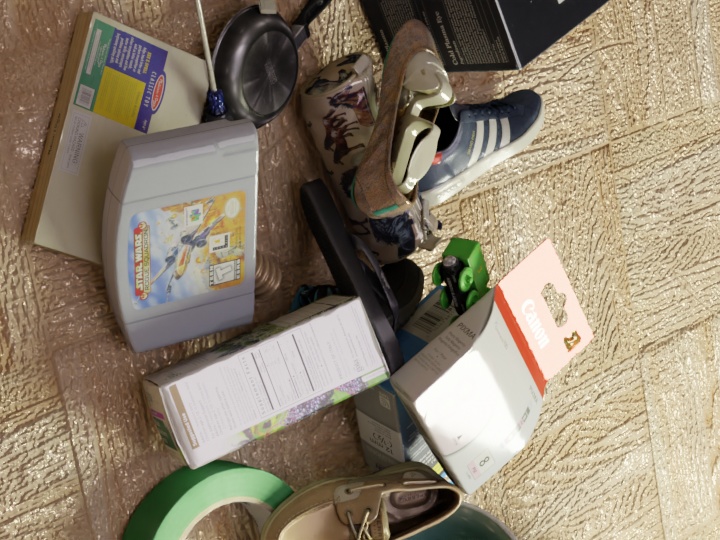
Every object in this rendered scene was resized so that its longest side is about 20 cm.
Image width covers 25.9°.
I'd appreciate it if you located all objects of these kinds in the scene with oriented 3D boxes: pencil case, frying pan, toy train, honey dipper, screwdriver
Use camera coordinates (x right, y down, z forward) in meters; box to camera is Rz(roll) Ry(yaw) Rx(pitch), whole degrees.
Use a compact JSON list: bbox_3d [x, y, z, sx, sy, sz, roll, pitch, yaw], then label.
[{"bbox_3d":[0.010,-0.106,1.482,0.078,0.089,0.202,-49,123,-46],"label":"pencil case"},{"bbox_3d":[-0.069,-0.193,1.440,0.189,0.031,0.116,-27,124,-46],"label":"frying pan"},{"bbox_3d":[0.111,0.051,1.476,0.057,0.041,0.201,-56,143,-33],"label":"toy train"},{"bbox_3d":[-0.139,-0.035,1.370,0.200,0.038,0.038,41,67,-45],"label":"honey dipper"},{"bbox_3d":[-0.128,-0.163,1.333,0.201,0.027,0.029,84,10,-56],"label":"screwdriver"}]

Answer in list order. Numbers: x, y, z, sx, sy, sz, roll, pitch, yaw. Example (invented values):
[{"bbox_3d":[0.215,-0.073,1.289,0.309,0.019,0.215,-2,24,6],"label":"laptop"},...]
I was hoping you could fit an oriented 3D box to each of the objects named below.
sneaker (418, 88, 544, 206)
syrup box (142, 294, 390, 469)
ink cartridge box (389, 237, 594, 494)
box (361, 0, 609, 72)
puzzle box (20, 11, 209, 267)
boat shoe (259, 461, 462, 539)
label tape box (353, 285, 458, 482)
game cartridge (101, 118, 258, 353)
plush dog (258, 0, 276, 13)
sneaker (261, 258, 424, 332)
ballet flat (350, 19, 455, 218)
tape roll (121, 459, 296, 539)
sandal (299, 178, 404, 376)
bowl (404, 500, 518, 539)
[{"bbox_3d":[0.110,-0.147,1.575,0.200,0.074,0.085,-39,122,-32],"label":"sneaker"},{"bbox_3d":[-0.084,0.095,1.377,0.198,0.079,0.082,-25,98,-17],"label":"syrup box"},{"bbox_3d":[0.136,0.092,1.451,0.199,0.057,0.163,-38,134,-6],"label":"ink cartridge box"},{"bbox_3d":[0.132,-0.281,1.514,0.200,0.181,0.105,-39,117,-33],"label":"box"},{"bbox_3d":[-0.204,-0.103,1.335,0.132,0.025,0.203,20,80,-40],"label":"puzzle box"},{"bbox_3d":[0.001,0.226,1.445,0.198,0.064,0.072,-18,107,-28],"label":"boat shoe"},{"bbox_3d":[0.065,0.136,1.557,0.143,0.066,0.202,-42,143,-31],"label":"label tape box"},{"bbox_3d":[-0.152,-0.025,1.320,0.132,0.042,0.202,-17,129,-28],"label":"game cartridge"},{"bbox_3d":[-0.057,-0.319,1.326,0.160,0.171,0.202,33,72,-14],"label":"plush dog"},{"bbox_3d":[-0.014,0.038,1.484,0.200,0.073,0.083,-42,111,-34],"label":"sneaker"},{"bbox_3d":[0.050,-0.139,1.417,0.068,0.067,0.202,29,67,-40],"label":"ballet flat"},{"bbox_3d":[-0.129,0.275,1.418,0.199,0.048,0.203,-4,96,-41],"label":"tape roll"},{"bbox_3d":[0.000,-0.001,1.432,0.042,0.076,0.202,-19,69,-13],"label":"sandal"},{"bbox_3d":[0.095,0.329,1.544,0.105,0.198,0.204,21,79,-66],"label":"bowl"}]
